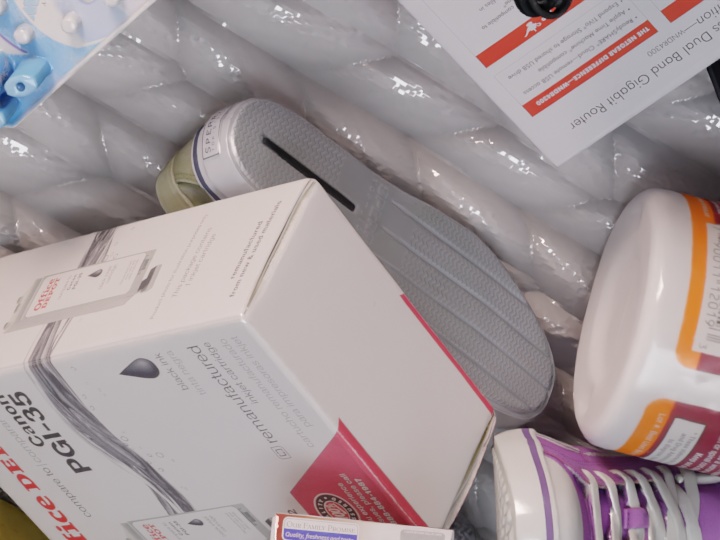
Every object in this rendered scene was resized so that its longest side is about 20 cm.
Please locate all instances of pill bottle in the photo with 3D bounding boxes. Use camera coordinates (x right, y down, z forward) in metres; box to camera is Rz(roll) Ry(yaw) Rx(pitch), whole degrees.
[{"bbox_3d":[0.201,0.041,1.185,0.199,0.114,0.114,14,125,-8],"label":"pill bottle"}]

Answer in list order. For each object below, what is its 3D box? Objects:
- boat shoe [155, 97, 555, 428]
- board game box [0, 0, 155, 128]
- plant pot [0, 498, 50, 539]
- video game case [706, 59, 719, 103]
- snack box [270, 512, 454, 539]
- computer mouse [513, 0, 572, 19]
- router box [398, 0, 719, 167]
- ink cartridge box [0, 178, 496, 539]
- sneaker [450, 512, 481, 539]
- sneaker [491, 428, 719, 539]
[{"bbox_3d":[0.000,0.000,1.200,0.200,0.072,0.062,41,141,-20],"label":"boat shoe"},{"bbox_3d":[-0.143,-0.178,1.061,0.200,0.026,0.200,-38,102,26],"label":"board game box"},{"bbox_3d":[-0.197,0.224,1.280,0.200,0.196,0.194,21,124,-16],"label":"plant pot"},{"bbox_3d":[0.233,-0.062,1.062,0.181,0.200,0.025,-34,140,23],"label":"video game case"},{"bbox_3d":[-0.003,0.141,1.171,0.072,0.024,0.200,5,160,-1],"label":"snack box"},{"bbox_3d":[0.140,-0.142,1.015,0.199,0.046,0.141,-17,155,-10],"label":"computer mouse"},{"bbox_3d":[0.098,-0.161,1.083,0.200,0.049,0.179,-33,118,22],"label":"router box"},{"bbox_3d":[-0.067,0.055,1.177,0.200,0.083,0.147,-13,128,39],"label":"ink cartridge box"},{"bbox_3d":[-0.001,0.203,1.329,0.200,0.075,0.115,-33,116,19],"label":"sneaker"},{"bbox_3d":[0.115,0.101,1.200,0.114,0.200,0.073,-3,89,8],"label":"sneaker"}]
